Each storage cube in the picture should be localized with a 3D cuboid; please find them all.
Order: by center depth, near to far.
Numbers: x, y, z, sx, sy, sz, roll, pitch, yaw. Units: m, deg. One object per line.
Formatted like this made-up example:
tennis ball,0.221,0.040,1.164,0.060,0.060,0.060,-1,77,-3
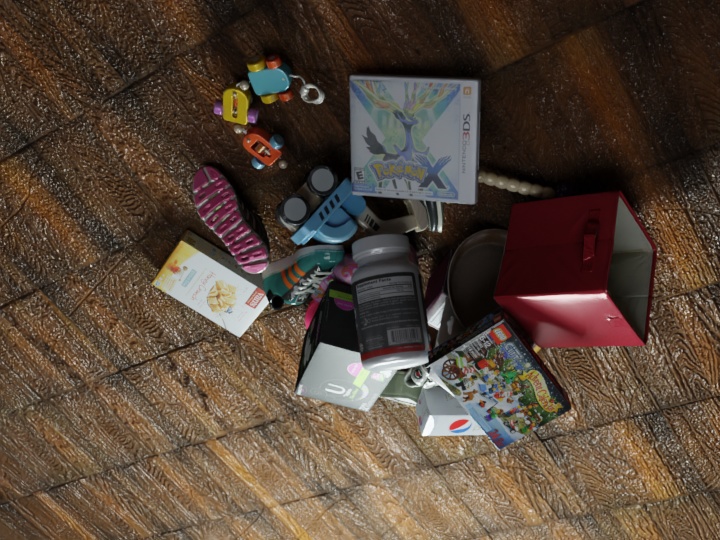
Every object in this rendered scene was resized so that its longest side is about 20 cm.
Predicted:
storage cube,0.329,0.006,1.399,0.178,0.173,0.200,-4,149,35

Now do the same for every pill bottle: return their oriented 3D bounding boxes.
pill bottle,0.045,0.051,1.464,0.114,0.203,0.116,-7,167,-2

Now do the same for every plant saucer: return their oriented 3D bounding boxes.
plant saucer,0.224,0.034,1.500,0.199,0.202,0.032,31,156,-12

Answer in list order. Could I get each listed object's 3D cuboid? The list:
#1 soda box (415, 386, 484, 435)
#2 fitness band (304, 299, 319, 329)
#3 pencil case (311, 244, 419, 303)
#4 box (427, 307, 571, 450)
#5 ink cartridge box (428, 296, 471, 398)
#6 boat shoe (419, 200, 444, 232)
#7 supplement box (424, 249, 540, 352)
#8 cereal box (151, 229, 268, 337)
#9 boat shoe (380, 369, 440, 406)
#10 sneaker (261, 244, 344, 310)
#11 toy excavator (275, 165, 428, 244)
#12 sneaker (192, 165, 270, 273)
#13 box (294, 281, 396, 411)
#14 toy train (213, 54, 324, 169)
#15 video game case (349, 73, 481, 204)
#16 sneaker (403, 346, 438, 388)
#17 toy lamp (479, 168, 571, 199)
soda box,0.207,0.262,1.725,0.197,0.069,0.064,2,134,-15
fitness band,-0.011,0.109,1.723,0.199,0.038,0.143,40,126,-20
pencil case,0.000,0.000,1.594,0.198,0.088,0.088,-10,127,24
box,0.213,0.168,1.414,0.136,0.038,0.200,-33,113,18
ink cartridge box,0.181,0.150,1.499,0.199,0.117,0.068,40,128,-18
boat shoe,0.093,-0.151,1.442,0.067,0.072,0.202,-9,118,12
supplement box,0.211,0.068,1.573,0.198,0.111,0.086,27,132,-8
cereal box,-0.272,0.027,1.718,0.199,0.040,0.144,32,130,-13
boat shoe,0.101,0.224,1.772,0.199,0.073,0.061,16,177,-14
sneaker,-0.092,0.012,1.543,0.071,0.081,0.199,-1,165,-41
toy excavator,-0.012,-0.088,1.490,0.200,0.195,0.100,44,171,-8
sneaker,-0.217,-0.088,1.584,0.073,0.087,0.201,-33,95,8
box,-0.018,0.136,1.605,0.147,0.126,0.201,14,145,-9
toy train,-0.140,-0.254,1.436,0.149,0.056,0.200,33,133,-15
video game case,0.079,-0.196,1.372,0.197,0.022,0.185,6,111,20
sneaker,0.138,0.174,1.648,0.075,0.088,0.200,58,153,8
toy lamp,0.224,-0.136,1.434,0.197,0.059,0.059,17,132,0
